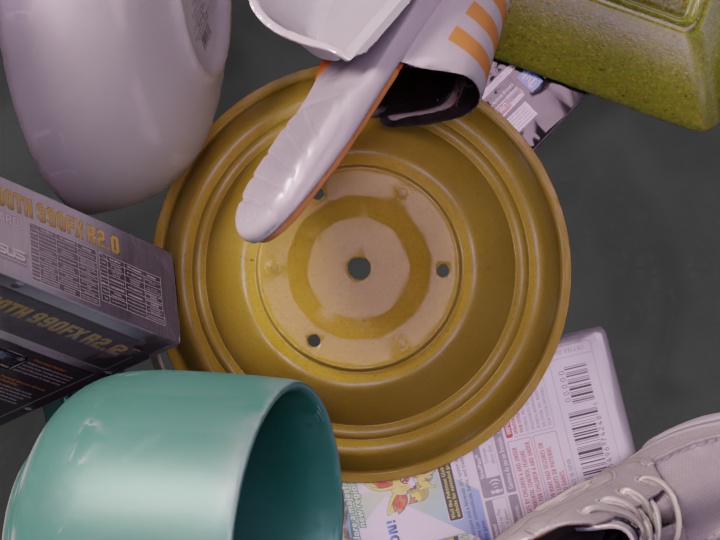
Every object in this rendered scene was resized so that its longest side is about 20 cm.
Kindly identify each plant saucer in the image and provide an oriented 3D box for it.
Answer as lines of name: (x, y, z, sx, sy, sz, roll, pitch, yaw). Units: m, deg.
plant saucer: (0.111, -0.192, 1.124, 0.199, 0.048, 0.200, 19, 82, -2)

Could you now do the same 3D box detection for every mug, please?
mug: (-0.080, 0.125, 1.021, 0.114, 0.185, 0.152, 2, 63, 16)

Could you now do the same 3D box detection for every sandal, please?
sandal: (0.016, -0.078, 1.032, 0.059, 0.079, 0.207, 41, 62, -16)

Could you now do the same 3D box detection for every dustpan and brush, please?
dustpan and brush: (-0.017, -0.158, 1.075, 0.057, 0.200, 0.140, 43, 76, -18)

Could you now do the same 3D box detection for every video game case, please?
video game case: (0.053, 0.144, 1.136, 0.182, 0.022, 0.200, -13, 84, -6)

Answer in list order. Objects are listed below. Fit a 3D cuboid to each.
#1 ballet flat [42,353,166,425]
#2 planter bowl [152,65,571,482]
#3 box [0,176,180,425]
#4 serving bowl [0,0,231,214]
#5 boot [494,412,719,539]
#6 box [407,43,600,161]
ballet flat: (-0.118, 0.089, 1.113, 0.075, 0.068, 0.200, 2, 80, -24)
planter bowl: (0.000, 0.000, 1.084, 0.200, 0.083, 0.201, 0, 89, 0)
box: (-0.201, 0.011, 1.008, 0.158, 0.200, 0.048, -25, 59, 30)
serving bowl: (-0.100, -0.126, 1.065, 0.066, 0.200, 0.201, -3, 82, 12)
boot: (0.123, 0.126, 1.083, 0.200, 0.096, 0.074, -31, 86, -8)
box: (0.072, -0.158, 1.164, 0.160, 0.049, 0.200, 43, 81, 0)
